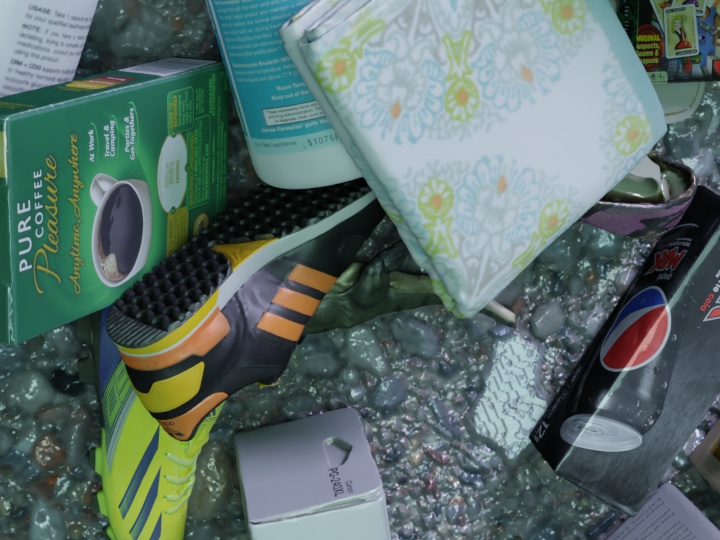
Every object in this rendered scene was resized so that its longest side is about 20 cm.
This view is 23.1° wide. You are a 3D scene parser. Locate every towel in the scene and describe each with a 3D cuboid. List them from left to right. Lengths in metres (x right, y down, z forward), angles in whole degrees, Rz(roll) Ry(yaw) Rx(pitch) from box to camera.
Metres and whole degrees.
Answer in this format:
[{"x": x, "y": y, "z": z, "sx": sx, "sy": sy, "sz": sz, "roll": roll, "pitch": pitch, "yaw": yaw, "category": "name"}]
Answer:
[{"x": 0.067, "y": -0.101, "z": 0.965, "sx": 0.171, "sy": 0.048, "sz": 0.200, "roll": -40, "pitch": 116, "yaw": -14, "category": "towel"}]

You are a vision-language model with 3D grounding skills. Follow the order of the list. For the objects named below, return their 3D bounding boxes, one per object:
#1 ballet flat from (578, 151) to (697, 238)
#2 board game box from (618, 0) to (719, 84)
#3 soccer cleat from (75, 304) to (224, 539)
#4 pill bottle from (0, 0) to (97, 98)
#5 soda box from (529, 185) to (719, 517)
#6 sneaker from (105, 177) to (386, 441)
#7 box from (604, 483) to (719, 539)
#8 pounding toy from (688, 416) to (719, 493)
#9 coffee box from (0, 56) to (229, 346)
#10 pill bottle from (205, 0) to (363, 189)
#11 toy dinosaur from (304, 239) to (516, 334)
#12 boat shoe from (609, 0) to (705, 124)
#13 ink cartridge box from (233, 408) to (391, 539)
[{"x": 0.111, "y": -0.065, "z": 1.059, "sx": 0.199, "sy": 0.070, "sz": 0.071, "roll": 10, "pitch": 147, "yaw": -15, "category": "ballet flat"}, {"x": 0.243, "y": -0.168, "z": 1.056, "sx": 0.199, "sy": 0.023, "sz": 0.106, "roll": -6, "pitch": 100, "yaw": -25, "category": "board game box"}, {"x": -0.118, "y": 0.097, "z": 1.050, "sx": 0.083, "sy": 0.065, "sz": 0.201, "roll": -1, "pitch": 116, "yaw": 5, "category": "soccer cleat"}, {"x": -0.209, "y": -0.131, "z": 0.962, "sx": 0.113, "sy": 0.113, "sz": 0.201, "roll": 18, "pitch": 101, "yaw": -15, "category": "pill bottle"}, {"x": 0.193, "y": 0.051, "z": 1.113, "sx": 0.071, "sy": 0.063, "sz": 0.201, "roll": 30, "pitch": 97, "yaw": -17, "category": "soda box"}, {"x": -0.055, "y": 0.017, "z": 1.002, "sx": 0.200, "sy": 0.070, "sz": 0.090, "roll": -37, "pitch": 126, "yaw": -33, "category": "sneaker"}, {"x": 0.214, "y": 0.289, "z": 1.124, "sx": 0.200, "sy": 0.171, "sz": 0.199, "roll": -44, "pitch": 108, "yaw": 3, "category": "box"}, {"x": 0.310, "y": 0.094, "z": 1.075, "sx": 0.142, "sy": 0.200, "sz": 0.185, "roll": 35, "pitch": 96, "yaw": -17, "category": "pounding toy"}, {"x": -0.143, "y": -0.045, "z": 0.962, "sx": 0.044, "sy": 0.200, "sz": 0.124, "roll": 12, "pitch": 111, "yaw": 27, "category": "coffee box"}, {"x": -0.032, "y": -0.155, "z": 0.990, "sx": 0.110, "sy": 0.111, "sz": 0.201, "roll": -17, "pitch": 108, "yaw": -6, "category": "pill bottle"}, {"x": 0.000, "y": 0.000, "z": 1.076, "sx": 0.199, "sy": 0.047, "sz": 0.089, "roll": -5, "pitch": 109, "yaw": -14, "category": "toy dinosaur"}, {"x": 0.115, "y": -0.133, "z": 1.047, "sx": 0.199, "sy": 0.062, "sz": 0.075, "roll": 9, "pitch": 89, "yaw": -27, "category": "boat shoe"}, {"x": -0.020, "y": 0.204, "z": 1.071, "sx": 0.083, "sy": 0.145, "sz": 0.201, "roll": -10, "pitch": 107, "yaw": -5, "category": "ink cartridge box"}]
